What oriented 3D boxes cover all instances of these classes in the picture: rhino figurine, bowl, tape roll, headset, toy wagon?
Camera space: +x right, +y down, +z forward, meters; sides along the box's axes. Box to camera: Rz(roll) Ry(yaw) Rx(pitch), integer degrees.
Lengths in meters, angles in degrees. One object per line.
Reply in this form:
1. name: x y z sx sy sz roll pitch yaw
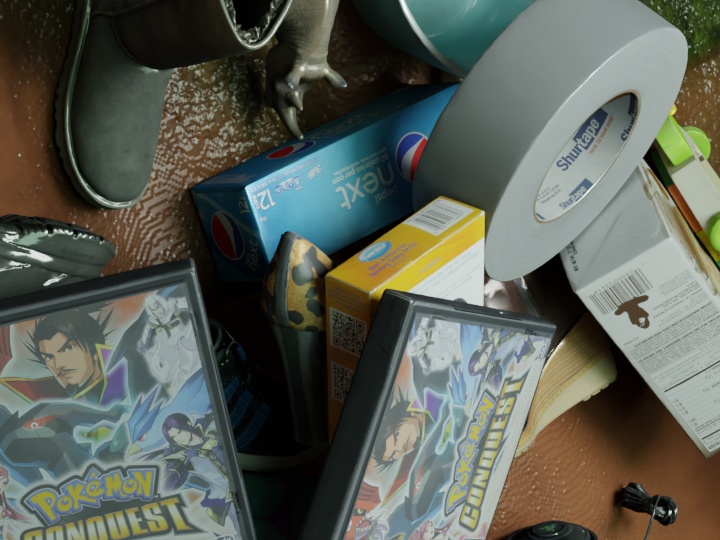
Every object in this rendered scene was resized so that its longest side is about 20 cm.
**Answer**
1. rhino figurine: -0.045 -0.184 1.670 0.060 0.087 0.201 -3 91 -37
2. bowl: 0.064 -0.218 1.744 0.200 0.105 0.202 0 90 -37
3. tape roll: 0.123 -0.091 1.686 0.200 0.066 0.200 -43 159 -21
4. headset: 0.143 0.223 1.843 0.200 0.094 0.124 -37 117 -15
5. toy wagon: 0.253 -0.049 1.873 0.040 0.155 0.200 -34 115 11

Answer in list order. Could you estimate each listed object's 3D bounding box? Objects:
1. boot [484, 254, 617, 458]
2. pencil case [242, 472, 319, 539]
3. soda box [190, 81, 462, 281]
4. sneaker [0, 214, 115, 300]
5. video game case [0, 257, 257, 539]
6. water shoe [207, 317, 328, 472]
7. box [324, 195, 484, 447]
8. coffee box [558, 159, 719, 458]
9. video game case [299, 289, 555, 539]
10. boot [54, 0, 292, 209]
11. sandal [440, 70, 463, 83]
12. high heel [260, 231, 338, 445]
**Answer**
1. boot: 0.075 0.044 1.792 0.200 0.072 0.167 -33 97 -32
2. pencil case: -0.058 0.174 1.662 0.200 0.092 0.085 7 54 -35
3. soda box: -0.010 -0.060 1.713 0.200 0.064 0.068 -27 107 -34
4. sneaker: -0.238 0.005 1.536 0.200 0.076 0.091 12 93 -33
5. video game case: -0.176 0.100 1.530 0.199 0.026 0.181 -13 108 -3
6. water shoe: -0.090 0.074 1.630 0.200 0.072 0.079 9 120 -37
7. box: 0.029 0.067 1.633 0.119 0.041 0.200 -35 137 -42
8. coffee box: 0.215 0.022 1.826 0.080 0.115 0.200 -31 129 13
9. video game case: 0.039 0.117 1.603 0.181 0.025 0.201 11 99 -57
10. boot: -0.106 -0.129 1.552 0.072 0.200 0.182 -1 91 -37
11. sandal: 0.153 -0.097 1.824 0.211 0.070 0.078 31 51 -32
12. high heel: 0.000 0.000 1.660 0.200 0.071 0.143 -52 143 -49
